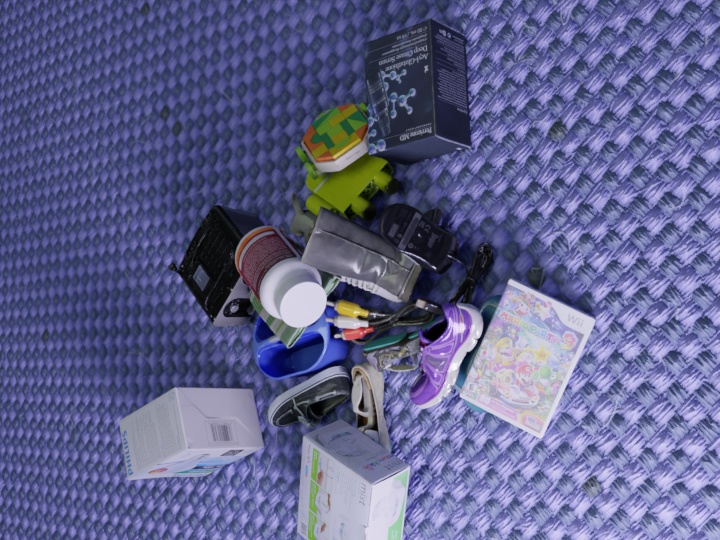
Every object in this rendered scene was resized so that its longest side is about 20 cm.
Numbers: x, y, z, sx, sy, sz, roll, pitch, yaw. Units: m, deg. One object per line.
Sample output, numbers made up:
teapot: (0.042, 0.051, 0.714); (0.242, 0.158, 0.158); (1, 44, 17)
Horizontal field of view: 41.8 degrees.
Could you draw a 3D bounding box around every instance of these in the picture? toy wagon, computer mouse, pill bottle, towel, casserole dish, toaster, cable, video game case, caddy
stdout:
toy wagon: (-0.048, -0.248, 1.715); (0.154, 0.040, 0.201); (-34, 38, 2)
computer mouse: (0.104, -0.012, 1.522); (0.142, 0.198, 0.046); (-66, 10, -4)
pill bottle: (-0.136, 0.012, 1.631); (0.200, 0.112, 0.114); (47, 116, 52)
towel: (-0.127, 0.035, 1.716); (0.153, 0.023, 0.200); (-54, 38, 3)
casserole dish: (0.208, 0.132, 1.494); (0.121, 0.039, 0.202); (34, 106, 38)
toaster: (-0.260, -0.013, 1.874); (0.200, 0.118, 0.182); (48, 115, 34)
cable: (0.037, 0.093, 1.624); (0.197, 0.050, 0.098); (1, 120, 27)
video game case: (0.251, 0.133, 1.432); (0.142, 0.018, 0.202); (25, 103, 16)
caddy: (-0.116, 0.123, 1.737); (0.198, 0.104, 0.144); (-20, 73, 38)

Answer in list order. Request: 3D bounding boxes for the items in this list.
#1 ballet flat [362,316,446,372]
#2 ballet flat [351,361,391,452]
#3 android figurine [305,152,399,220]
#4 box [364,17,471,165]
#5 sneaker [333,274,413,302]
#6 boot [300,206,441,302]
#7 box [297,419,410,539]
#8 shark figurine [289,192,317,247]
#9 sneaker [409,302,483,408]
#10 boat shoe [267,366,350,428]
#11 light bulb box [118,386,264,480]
ballet flat: (0.093, 0.129, 1.588); (0.199, 0.072, 0.073); (-23, 70, 38)
ballet flat: (0.010, 0.260, 1.639); (0.067, 0.062, 0.203); (-14, 76, 40)
android figurine: (-0.023, -0.168, 1.698); (0.182, 0.041, 0.200); (-47, 50, -5)
box: (0.096, -0.297, 1.598); (0.147, 0.106, 0.203); (-10, 79, 40)
sneaker: (0.000, 0.000, 1.627); (0.199, 0.080, 0.077); (35, 133, 13)
boot: (0.020, -0.057, 1.577); (0.198, 0.073, 0.184); (25, 79, 5)
box: (-0.016, 0.387, 1.588); (0.175, 0.096, 0.203); (25, 119, 40)
shark figurine: (-0.058, -0.073, 1.735); (0.215, 0.089, 0.130); (46, 148, 43)
sneaker: (0.119, 0.128, 1.501); (0.081, 0.082, 0.202); (-101, 31, -58)
boat shoe: (-0.092, 0.250, 1.724); (0.198, 0.073, 0.069); (-31, 51, 25)
light bulb box: (-0.331, 0.319, 1.846); (0.199, 0.197, 0.126); (-31, 64, 36)
